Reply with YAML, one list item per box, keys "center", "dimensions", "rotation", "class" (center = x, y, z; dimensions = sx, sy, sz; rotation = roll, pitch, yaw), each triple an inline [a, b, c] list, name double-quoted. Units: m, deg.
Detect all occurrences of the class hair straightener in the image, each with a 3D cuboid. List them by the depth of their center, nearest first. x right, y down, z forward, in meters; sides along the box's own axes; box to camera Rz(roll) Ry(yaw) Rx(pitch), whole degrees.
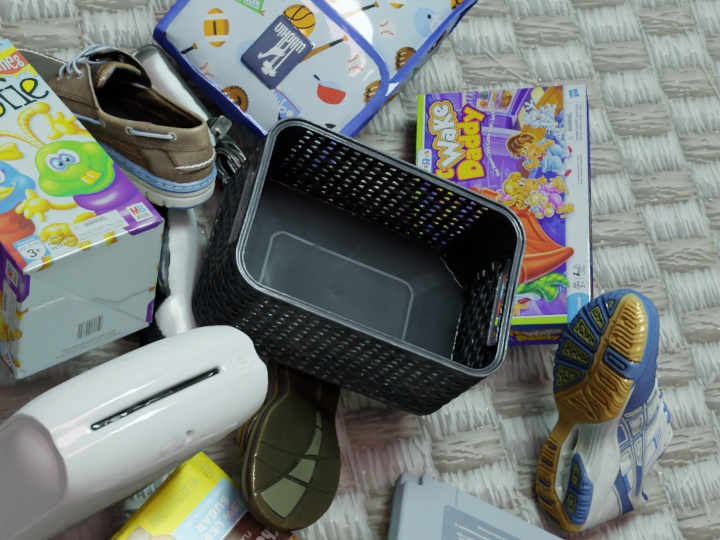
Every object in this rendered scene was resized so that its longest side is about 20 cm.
- center: [-0.110, -0.083, 1.179]
  dimensions: [0.041, 0.077, 0.200]
  rotation: [-33, 85, -13]
  class: "hair straightener"

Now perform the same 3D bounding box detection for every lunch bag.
- center: [-0.037, -0.186, 1.222]
  dimensions: [0.170, 0.124, 0.200]
  rotation: [43, 63, 0]
  class: "lunch bag"

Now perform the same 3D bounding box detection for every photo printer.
- center: [-0.158, 0.104, 0.970]
  dimensions: [0.166, 0.200, 0.070]
  rotation: [-23, 82, -40]
  class: "photo printer"

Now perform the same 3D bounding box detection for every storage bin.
- center: [0.000, 0.000, 1.100]
  dimensions: [0.199, 0.094, 0.136]
  rotation: [22, 61, -15]
  class: "storage bin"

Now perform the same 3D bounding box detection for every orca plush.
- center: [-0.151, 0.008, 1.129]
  dimensions: [0.071, 0.105, 0.201]
  rotation: [-18, 69, 10]
  class: "orca plush"

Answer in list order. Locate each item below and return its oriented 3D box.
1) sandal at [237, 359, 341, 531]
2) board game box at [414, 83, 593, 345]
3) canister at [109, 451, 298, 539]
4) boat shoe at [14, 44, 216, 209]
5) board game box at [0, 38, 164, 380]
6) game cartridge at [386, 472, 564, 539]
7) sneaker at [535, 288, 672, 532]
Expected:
- center: [-0.057, 0.108, 1.108]
  dimensions: [0.082, 0.054, 0.200]
  rotation: [46, 26, -29]
  class: "sandal"
- center: [0.110, -0.042, 1.229]
  dimensions: [0.134, 0.045, 0.201]
  rotation: [-3, 66, 11]
  class: "board game box"
- center: [-0.080, 0.234, 1.047]
  dimensions: [0.200, 0.087, 0.149]
  rotation: [42, 52, 1]
  class: "canister"
- center: [-0.181, -0.121, 1.136]
  dimensions: [0.200, 0.073, 0.072]
  rotation: [28, 39, 18]
  class: "boat shoe"
- center: [-0.230, -0.045, 1.057]
  dimensions: [0.105, 0.103, 0.200]
  rotation: [-23, 56, -33]
  class: "board game box"
- center: [0.107, 0.228, 1.121]
  dimensions: [0.200, 0.041, 0.133]
  rotation: [27, 28, -9]
  class: "game cartridge"
- center: [0.190, 0.098, 1.171]
  dimensions: [0.088, 0.201, 0.075]
  rotation: [-7, 35, -29]
  class: "sneaker"
